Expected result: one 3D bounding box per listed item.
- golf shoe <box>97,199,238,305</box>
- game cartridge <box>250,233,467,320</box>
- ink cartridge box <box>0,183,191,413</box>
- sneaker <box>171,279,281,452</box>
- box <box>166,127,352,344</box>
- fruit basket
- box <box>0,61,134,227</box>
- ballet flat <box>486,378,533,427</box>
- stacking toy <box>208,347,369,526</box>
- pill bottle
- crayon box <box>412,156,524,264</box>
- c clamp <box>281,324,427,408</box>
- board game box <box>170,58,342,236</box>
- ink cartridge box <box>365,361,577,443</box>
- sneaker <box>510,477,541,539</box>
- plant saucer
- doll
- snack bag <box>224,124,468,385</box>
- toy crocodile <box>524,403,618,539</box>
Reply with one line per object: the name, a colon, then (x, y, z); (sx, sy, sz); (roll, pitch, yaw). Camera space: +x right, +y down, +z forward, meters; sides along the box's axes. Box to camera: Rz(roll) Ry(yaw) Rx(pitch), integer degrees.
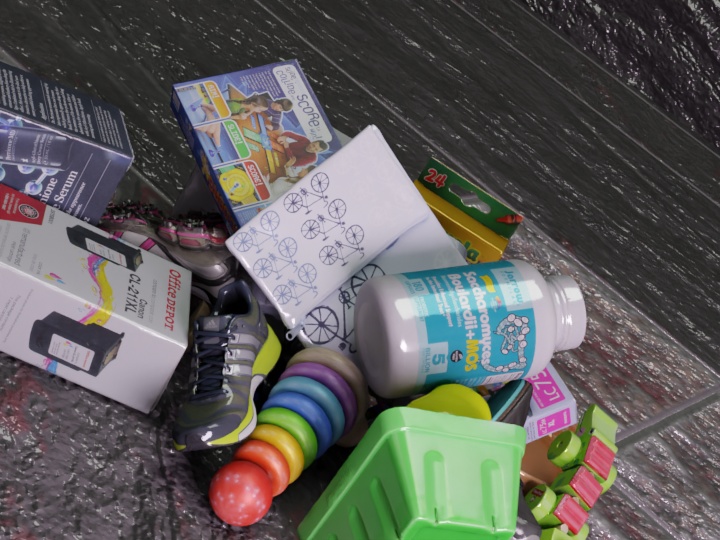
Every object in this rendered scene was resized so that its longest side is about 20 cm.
golf shoe: (-0.206, -0.016, 1.654); (0.199, 0.093, 0.072); (12, 21, 35)
game cartridge: (0.000, 0.000, 1.634); (0.199, 0.041, 0.134); (15, 65, -7)
ink cartridge box: (-0.256, 0.024, 1.516); (0.199, 0.083, 0.146); (25, 23, -16)
sneaker: (-0.125, 0.084, 1.469); (0.074, 0.081, 0.200); (-10, 29, 14)
box: (-0.088, -0.058, 1.783); (0.199, 0.172, 0.199); (30, 22, -5)
fruit basket: (0.048, 0.171, 1.422); (0.155, 0.216, 0.216); (11, 29, -23)
box: (-0.337, -0.103, 1.587); (0.199, 0.149, 0.107); (19, 25, -27)
ballet flat: (0.096, 0.184, 1.553); (0.068, 0.200, 0.068); (52, -15, -8)
stacking toy: (-0.067, 0.153, 1.475); (0.085, 0.086, 0.200); (34, 39, 4)
pill bottle: (0.102, 0.049, 1.540); (0.199, 0.111, 0.111); (-8, 38, -19)
crayon box: (0.073, -0.007, 1.848); (0.127, 0.200, 0.051); (32, 22, 2)
c clamp: (0.004, 0.087, 1.622); (0.200, 0.027, 0.171); (34, 44, 20)
board game box: (-0.086, -0.109, 1.627); (0.135, 0.035, 0.201); (-14, 58, -21)
ink cartridge box: (0.096, 0.133, 1.644); (0.199, 0.042, 0.120); (-23, 46, -8)
sneaker: (0.120, 0.185, 1.658); (0.200, 0.079, 0.075); (50, 11, 34)
plant saucer: (0.167, 0.179, 1.801); (0.200, 0.038, 0.200); (27, 24, -13)
doll: (-0.081, 0.110, 1.608); (0.200, 0.049, 0.137); (33, 19, -11)
snack bag: (-0.001, -0.003, 1.571); (0.200, 0.188, 0.021); (55, -19, -12)
toy crocodile: (0.216, 0.216, 1.688); (0.067, 0.062, 0.200); (44, 50, -14)
